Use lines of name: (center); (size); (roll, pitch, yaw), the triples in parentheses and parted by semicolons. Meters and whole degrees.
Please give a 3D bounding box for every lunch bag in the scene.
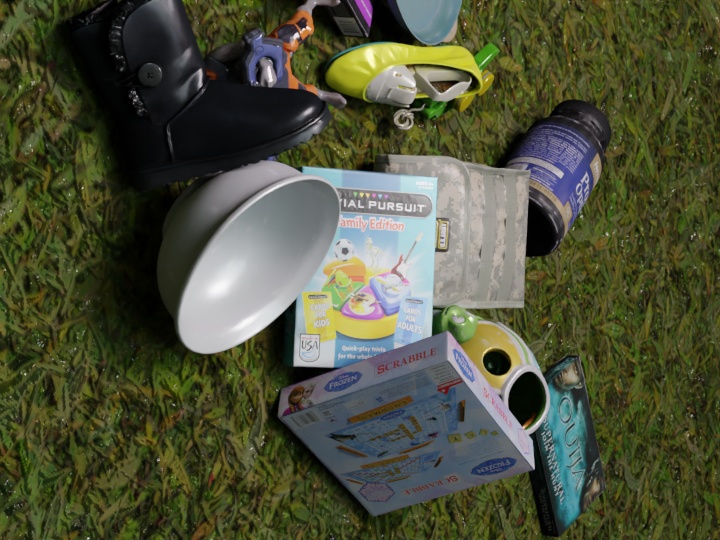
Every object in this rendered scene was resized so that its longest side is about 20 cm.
lunch bag: (0.091, -0.041, 1.490); (0.198, 0.117, 0.166); (2, 92, -43)

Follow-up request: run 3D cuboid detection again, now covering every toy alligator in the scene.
toy alligator: (0.094, -0.201, 1.542); (0.200, 0.059, 0.054); (-42, 165, -34)

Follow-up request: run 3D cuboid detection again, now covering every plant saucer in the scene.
plant saucer: (0.065, -0.351, 1.470); (0.199, 0.027, 0.203); (-7, 97, -61)

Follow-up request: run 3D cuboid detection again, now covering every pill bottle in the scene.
pill bottle: (0.238, -0.121, 1.665); (0.201, 0.111, 0.112); (-54, 128, -34)

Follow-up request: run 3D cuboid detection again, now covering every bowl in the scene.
bowl: (-0.119, -0.028, 1.224); (0.201, 0.090, 0.202); (-39, 154, -23)

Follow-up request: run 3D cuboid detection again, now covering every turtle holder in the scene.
turtle holder: (0.133, 0.109, 1.451); (0.140, 0.131, 0.188); (-21, 113, -36)

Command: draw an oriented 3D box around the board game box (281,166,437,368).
board game box: (0.000, 0.000, 1.375); (0.149, 0.047, 0.203); (3, 88, -19)

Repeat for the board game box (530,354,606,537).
board game box: (0.268, 0.231, 1.770); (0.135, 0.028, 0.202); (-32, 114, -45)

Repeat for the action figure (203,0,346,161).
action figure: (-0.099, -0.167, 1.301); (0.193, 0.104, 0.202); (-28, 139, -40)

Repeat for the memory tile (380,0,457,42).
memory tile: (0.081, -0.379, 1.546); (0.153, 0.017, 0.203); (24, 73, -48)

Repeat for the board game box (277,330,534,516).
board game box: (0.050, 0.164, 1.378); (0.200, 0.198, 0.041); (52, 29, -37)

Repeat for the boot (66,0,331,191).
boot: (-0.140, -0.173, 1.163); (0.077, 0.198, 0.170); (-89, 163, -65)

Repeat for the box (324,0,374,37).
box: (-0.008, -0.364, 1.381); (0.143, 0.036, 0.203); (46, 52, -71)

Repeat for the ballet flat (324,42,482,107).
ballet flat: (0.055, -0.208, 1.444); (0.198, 0.067, 0.067); (-10, 55, -38)
